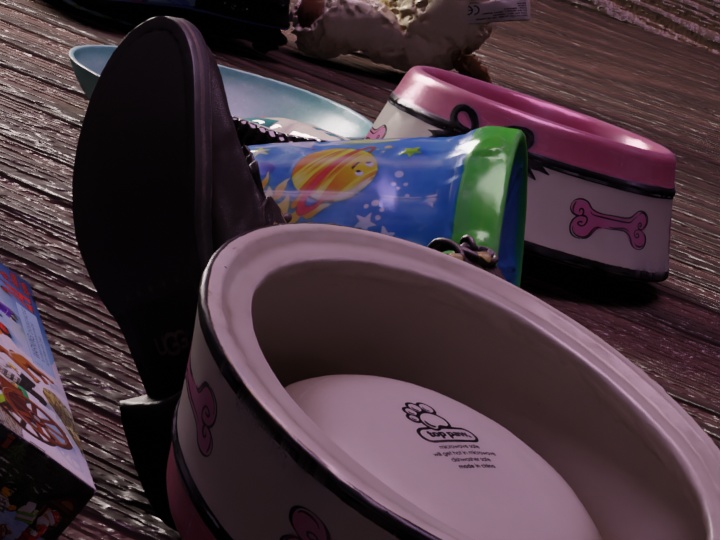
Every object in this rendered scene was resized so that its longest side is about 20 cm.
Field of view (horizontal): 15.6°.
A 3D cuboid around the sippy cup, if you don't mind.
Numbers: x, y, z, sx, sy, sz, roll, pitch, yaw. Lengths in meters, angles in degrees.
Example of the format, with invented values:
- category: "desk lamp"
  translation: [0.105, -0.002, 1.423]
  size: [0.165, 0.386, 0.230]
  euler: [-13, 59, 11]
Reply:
- category: "sippy cup"
  translation: [0.000, 0.000, 1.133]
  size: [0.130, 0.140, 0.178]
  euler: [6, -33, 7]

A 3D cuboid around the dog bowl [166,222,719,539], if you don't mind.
- category: "dog bowl"
  translation: [0.026, 0.071, 0.844]
  size: [0.200, 0.074, 0.200]
  euler: [23, 24, -11]

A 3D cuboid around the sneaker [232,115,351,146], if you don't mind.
- category: "sneaker"
  translation: [-0.001, -0.043, 1.428]
  size: [0.093, 0.070, 0.200]
  euler: [-5, 20, -43]

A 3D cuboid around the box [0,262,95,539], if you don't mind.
- category: "box"
  translation: [-0.166, 0.013, 0.905]
  size: [0.137, 0.038, 0.200]
  euler: [38, 7, -23]

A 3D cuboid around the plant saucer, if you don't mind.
- category: "plant saucer"
  translation: [-0.090, -0.098, 1.654]
  size: [0.200, 0.036, 0.200]
  euler: [15, 12, -3]

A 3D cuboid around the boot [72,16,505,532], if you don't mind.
- category: "boot"
  translation: [-0.014, 0.004, 0.977]
  size: [0.174, 0.200, 0.069]
  euler: [-7, 0, -45]

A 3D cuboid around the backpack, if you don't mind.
- category: "backpack"
  translation: [-0.163, -0.260, 2.073]
  size: [0.200, 0.135, 0.183]
  euler: [5, 14, -28]

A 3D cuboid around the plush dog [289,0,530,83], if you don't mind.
- category: "plush dog"
  translation: [0.052, -0.231, 2.186]
  size: [0.160, 0.200, 0.172]
  euler: [46, 13, -20]

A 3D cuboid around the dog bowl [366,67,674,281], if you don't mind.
- category: "dog bowl"
  translation: [0.097, -0.061, 1.552]
  size: [0.200, 0.074, 0.200]
  euler: [17, 8, -3]
